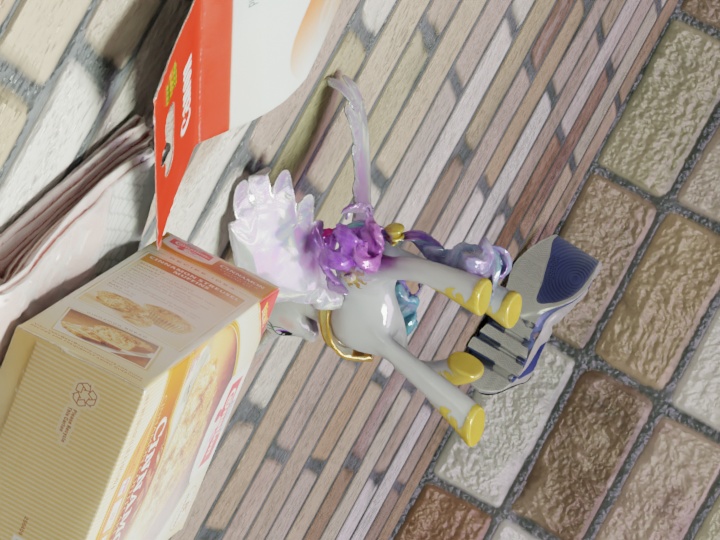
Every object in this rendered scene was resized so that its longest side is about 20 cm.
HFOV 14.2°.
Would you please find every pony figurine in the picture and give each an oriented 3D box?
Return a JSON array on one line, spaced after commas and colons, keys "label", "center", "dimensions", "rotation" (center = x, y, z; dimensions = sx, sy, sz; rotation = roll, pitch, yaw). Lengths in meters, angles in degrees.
[{"label": "pony figurine", "center": [0.000, 0.000, 1.831], "dimensions": [0.166, 0.199, 0.194], "rotation": [-42, 143, -45]}]

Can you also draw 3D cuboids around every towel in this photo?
[{"label": "towel", "center": [-0.167, 0.042, 1.449], "dimensions": [0.191, 0.032, 0.201], "rotation": [-49, 163, -53]}]

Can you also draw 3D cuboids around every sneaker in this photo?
[{"label": "sneaker", "center": [0.175, 0.058, 3.142], "dimensions": [0.200, 0.080, 0.115], "rotation": [-53, 172, -13]}]

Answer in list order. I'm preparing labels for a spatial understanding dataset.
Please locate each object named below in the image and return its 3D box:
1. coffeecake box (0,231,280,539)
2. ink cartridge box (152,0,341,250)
[{"label": "coffeecake box", "center": [-0.128, 0.083, 1.451], "dimensions": [0.154, 0.073, 0.200], "rotation": [-67, 170, 20]}, {"label": "ink cartridge box", "center": [-0.050, -0.123, 1.459], "dimensions": [0.162, 0.050, 0.201], "rotation": [97, 10, -63]}]
